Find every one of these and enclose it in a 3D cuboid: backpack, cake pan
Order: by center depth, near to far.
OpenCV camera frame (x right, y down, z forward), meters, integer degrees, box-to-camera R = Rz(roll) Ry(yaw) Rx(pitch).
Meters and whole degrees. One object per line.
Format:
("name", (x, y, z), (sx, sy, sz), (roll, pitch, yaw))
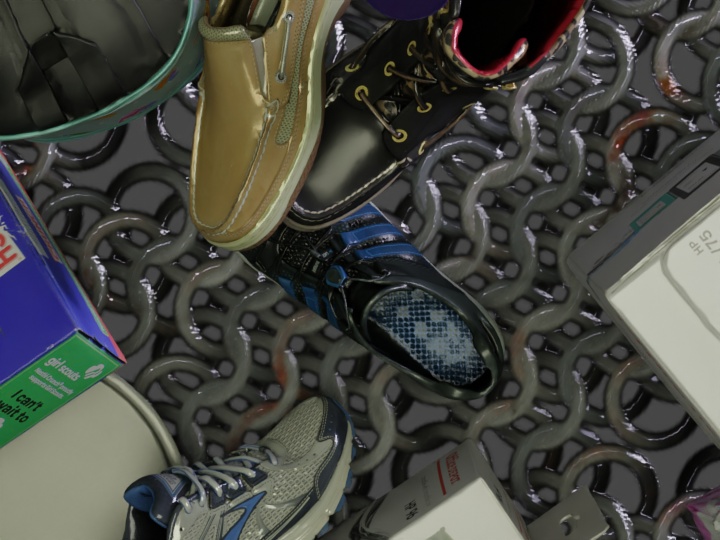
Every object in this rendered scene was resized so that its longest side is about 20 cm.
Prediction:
("backpack", (-0.168, -0.167, 1.094), (0.175, 0.153, 0.200), (-24, 83, 4))
("cake pan", (-0.196, 0.139, 1.182), (0.200, 0.037, 0.201), (0, 95, 0))

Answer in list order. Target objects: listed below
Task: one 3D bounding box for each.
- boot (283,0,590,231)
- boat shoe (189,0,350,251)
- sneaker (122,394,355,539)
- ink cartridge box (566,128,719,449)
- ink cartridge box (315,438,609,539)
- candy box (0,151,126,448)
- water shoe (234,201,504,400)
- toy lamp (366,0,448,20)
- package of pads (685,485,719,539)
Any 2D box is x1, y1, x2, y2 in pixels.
("boot", (0.037, -0.104, 1.082), (0.200, 0.151, 0.073), (-40, 95, -13))
("boat shoe", (-0.059, -0.112, 1.065), (0.072, 0.076, 0.201), (11, 86, 35))
("sneaker", (-0.082, 0.137, 1.130), (0.200, 0.077, 0.085), (-49, 116, -21))
("ink cartridge box", (0.217, 0.012, 1.086), (0.146, 0.200, 0.147), (-40, 94, 4))
("ink cartridge box", (0.033, 0.162, 1.144), (0.200, 0.116, 0.068), (-33, 96, 3))
("candy box", (-0.259, 0.031, 1.126), (0.200, 0.077, 0.169), (-34, 69, 4))
("water shoe", (0.000, 0.000, 1.147), (0.200, 0.079, 0.072), (34, 95, -3))
("toy lamp", (0.030, -0.193, 1.071), (0.058, 0.200, 0.058), (3, 121, 6))
("package of pads", (0.287, 0.142, 1.124), (0.200, 0.076, 0.121), (-24, 95, -25))
